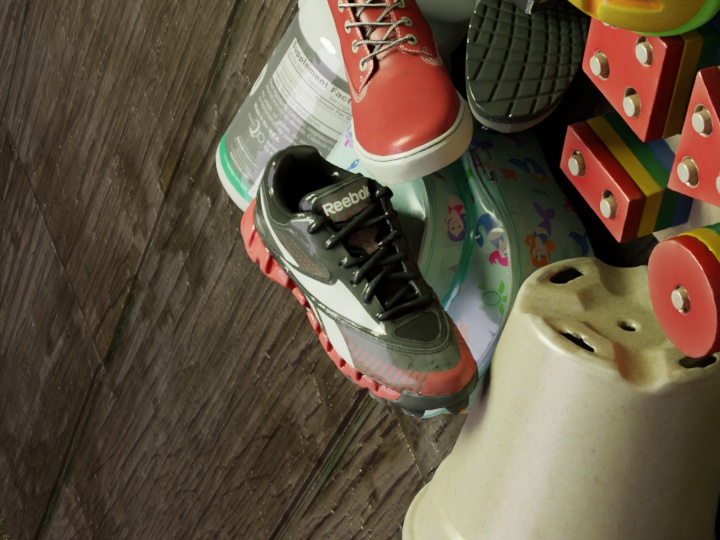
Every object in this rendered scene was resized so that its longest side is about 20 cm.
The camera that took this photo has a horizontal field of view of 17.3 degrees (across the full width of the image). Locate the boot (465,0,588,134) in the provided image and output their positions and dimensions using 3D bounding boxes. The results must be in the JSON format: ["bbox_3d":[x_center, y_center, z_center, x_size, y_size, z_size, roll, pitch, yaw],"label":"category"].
[{"bbox_3d":[0.094,-0.125,1.418,0.131,0.068,0.200,99,-179,-49],"label":"boot"}]

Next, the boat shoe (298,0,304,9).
[{"bbox_3d":[-0.004,-0.149,1.693,0.200,0.072,0.068,101,147,-53],"label":"boat shoe"}]

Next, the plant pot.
[{"bbox_3d":[0.138,0.102,1.399,0.200,0.200,0.184,49,137,46],"label":"plant pot"}]

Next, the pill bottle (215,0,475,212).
[{"bbox_3d":[-0.008,-0.124,1.599,0.200,0.113,0.113,-56,50,34],"label":"pill bottle"}]

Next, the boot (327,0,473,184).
[{"bbox_3d":[0.007,-0.147,1.400,0.200,0.072,0.144,-104,-8,-61],"label":"boot"}]

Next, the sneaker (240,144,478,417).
[{"bbox_3d":[0.000,0.000,1.395,0.200,0.071,0.098,49,150,29],"label":"sneaker"}]

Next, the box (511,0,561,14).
[{"bbox_3d":[0.059,-0.261,1.347,0.200,0.036,0.143,46,138,27],"label":"box"}]

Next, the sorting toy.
[{"bbox_3d":[0.188,-0.058,1.298,0.199,0.070,0.200,56,152,37],"label":"sorting toy"}]

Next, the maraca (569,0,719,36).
[{"bbox_3d":[0.129,-0.214,1.205,0.137,0.107,0.200,-3,112,50],"label":"maraca"}]

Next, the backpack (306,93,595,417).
[{"bbox_3d":[0.053,-0.007,1.514,0.178,0.150,0.200,-54,53,33],"label":"backpack"}]
